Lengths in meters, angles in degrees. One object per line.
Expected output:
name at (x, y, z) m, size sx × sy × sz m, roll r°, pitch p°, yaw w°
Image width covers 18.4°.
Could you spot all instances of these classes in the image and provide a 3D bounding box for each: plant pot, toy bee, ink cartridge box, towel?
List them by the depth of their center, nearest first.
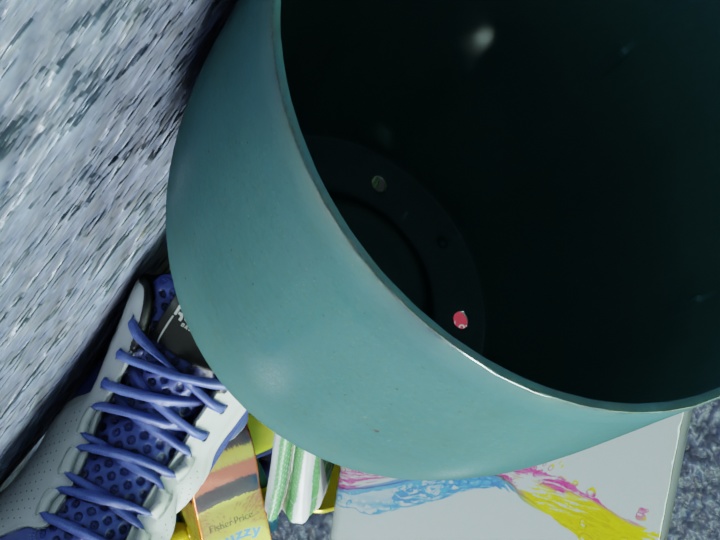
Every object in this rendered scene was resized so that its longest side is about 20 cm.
plant pot at (0.028, -0.023, 0.725) m, size 0.201 × 0.200 × 0.161 m, roll -52°, pitch -173°, yaw -35°
towel at (0.000, 0.000, 0.975) m, size 0.200 × 0.023 × 0.153 m, roll -63°, pitch 163°, yaw -60°
ink cartridge box at (0.071, 0.074, 0.981) m, size 0.145 × 0.144 × 0.201 m, roll -50°, pitch 149°, yaw -74°
toy bee at (-0.056, 0.133, 1.059) m, size 0.131 × 0.109 × 0.200 m, roll -37°, pitch 134°, yaw -6°

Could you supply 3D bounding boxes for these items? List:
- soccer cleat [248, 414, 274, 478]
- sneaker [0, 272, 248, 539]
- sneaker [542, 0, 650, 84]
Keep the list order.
soccer cleat at (-0.040, 0.039, 1.093) m, size 0.065 × 0.084 × 0.200 m, roll -51°, pitch 175°, yaw -39°
sneaker at (-0.092, 0.062, 0.902) m, size 0.200 × 0.080 × 0.115 m, roll -60°, pitch 177°, yaw -38°
sneaker at (0.062, -0.074, 0.859) m, size 0.200 × 0.080 × 0.075 m, roll 122°, pitch -37°, yaw -60°
